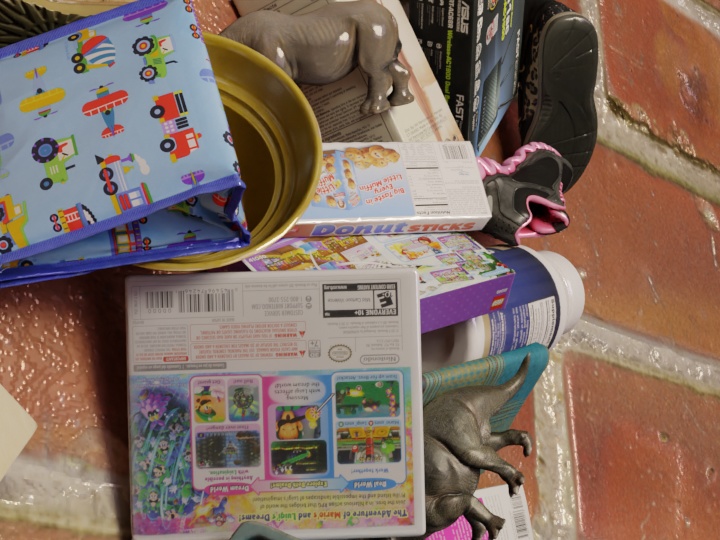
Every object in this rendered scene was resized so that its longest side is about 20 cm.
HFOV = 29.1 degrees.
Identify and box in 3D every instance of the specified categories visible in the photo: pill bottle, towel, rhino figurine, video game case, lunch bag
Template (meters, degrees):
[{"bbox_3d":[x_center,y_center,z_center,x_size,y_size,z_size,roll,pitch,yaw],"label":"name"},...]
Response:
[{"bbox_3d":[0.111,0.036,1.212,0.200,0.111,0.111,-13,85,-50],"label":"pill bottle"},{"bbox_3d":[0.064,0.127,1.119,0.200,0.147,0.022,-7,42,-48],"label":"towel"},{"bbox_3d":[-0.060,-0.158,1.072,0.060,0.199,0.088,-108,-169,-76],"label":"rhino figurine"},{"bbox_3d":[-0.058,0.091,0.941,0.024,0.199,0.183,-169,-103,-88],"label":"video game case"},{"bbox_3d":[-0.185,-0.075,0.878,0.199,0.094,0.151,-14,67,-8],"label":"lunch bag"}]

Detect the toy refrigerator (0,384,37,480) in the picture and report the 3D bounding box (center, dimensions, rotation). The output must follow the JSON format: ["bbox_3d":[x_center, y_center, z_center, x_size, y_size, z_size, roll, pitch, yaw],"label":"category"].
[{"bbox_3d":[-0.288,0.053,0.795,0.200,0.070,0.076,52,37,-22],"label":"toy refrigerator"}]

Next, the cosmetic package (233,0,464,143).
[{"bbox_3d":[-0.008,-0.166,1.165,0.087,0.103,0.200,-37,105,-49],"label":"cosmetic package"}]

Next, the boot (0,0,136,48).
[{"bbox_3d":[-0.215,-0.236,0.986,0.175,0.066,0.200,5,54,-19],"label":"boot"}]

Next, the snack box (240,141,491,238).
[{"bbox_3d":[0.001,-0.064,1.071,0.199,0.024,0.072,-3,64,-22],"label":"snack box"}]

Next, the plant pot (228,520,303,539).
[{"bbox_3d":[-0.005,0.313,0.896,0.197,0.195,0.200,-61,141,-20],"label":"plant pot"}]

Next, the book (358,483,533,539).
[{"bbox_3d":[0.082,0.251,1.148,0.200,0.048,0.134,2,75,-50],"label":"book"}]

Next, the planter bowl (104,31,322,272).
[{"bbox_3d":[-0.130,-0.066,0.975,0.200,0.084,0.201,4,59,-7],"label":"planter bowl"}]

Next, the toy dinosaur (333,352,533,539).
[{"bbox_3d":[0.069,0.142,1.038,0.102,0.077,0.200,29,88,-2],"label":"toy dinosaur"}]

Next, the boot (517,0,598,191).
[{"bbox_3d":[0.180,-0.191,1.392,0.154,0.073,0.204,-112,-161,-52],"label":"boot"}]

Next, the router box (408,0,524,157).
[{"bbox_3d":[0.097,-0.205,1.246,0.200,0.062,0.150,89,23,-43],"label":"router box"}]

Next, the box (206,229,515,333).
[{"bbox_3d":[0.000,0.000,1.061,0.200,0.039,0.137,-14,41,-35],"label":"box"}]

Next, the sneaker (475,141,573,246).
[{"bbox_3d":[0.157,-0.062,1.278,0.200,0.095,0.079,-21,136,-54],"label":"sneaker"}]
